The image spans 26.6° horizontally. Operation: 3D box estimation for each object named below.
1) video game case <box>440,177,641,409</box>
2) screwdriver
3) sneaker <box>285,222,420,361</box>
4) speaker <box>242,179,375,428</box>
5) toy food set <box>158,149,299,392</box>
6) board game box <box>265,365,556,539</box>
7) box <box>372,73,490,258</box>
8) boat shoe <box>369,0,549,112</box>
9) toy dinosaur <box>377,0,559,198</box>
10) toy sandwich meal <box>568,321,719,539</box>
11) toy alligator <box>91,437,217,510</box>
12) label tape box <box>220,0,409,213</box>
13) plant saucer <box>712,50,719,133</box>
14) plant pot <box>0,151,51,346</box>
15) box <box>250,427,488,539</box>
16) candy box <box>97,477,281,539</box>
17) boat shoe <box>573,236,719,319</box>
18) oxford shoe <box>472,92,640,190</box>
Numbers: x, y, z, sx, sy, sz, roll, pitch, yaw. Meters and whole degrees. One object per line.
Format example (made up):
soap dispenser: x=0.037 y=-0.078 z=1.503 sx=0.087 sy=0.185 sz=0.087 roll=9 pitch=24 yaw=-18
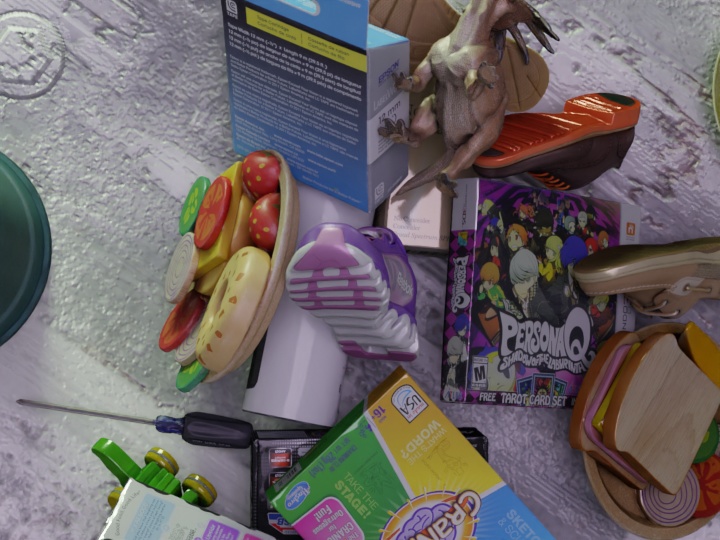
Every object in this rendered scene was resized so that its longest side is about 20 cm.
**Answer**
video game case: x=0.154 y=0.024 z=1.275 sx=0.199 sy=0.036 sz=0.183 roll=7 pitch=85 yaw=-38
screwdriver: x=-0.188 y=0.125 z=1.274 sx=0.198 sy=0.029 sz=0.028 roll=9 pitch=85 yaw=-5
sneaker: x=0.000 y=0.000 z=1.184 sx=0.080 sy=0.200 sz=0.089 roll=4 pitch=69 yaw=18
speaker: x=-0.041 y=0.026 z=1.272 sx=0.080 sy=0.081 sz=0.202 roll=12 pitch=85 yaw=-7
toy food set: x=-0.108 y=-0.002 z=1.211 sx=0.048 sy=0.198 sz=0.202 roll=18 pitch=68 yaw=-23
board game box: x=0.045 y=0.203 z=1.235 sx=0.153 sy=0.040 sz=0.200 roll=-43 pitch=99 yaw=-3
box: x=0.063 y=-0.114 z=1.297 sx=0.094 sy=0.078 sz=0.202 roll=3 pitch=86 yaw=-8
boat shoe: x=0.056 y=-0.190 z=1.228 sx=0.199 sy=0.069 sz=0.071 roll=29 pitch=101 yaw=-13
toy dinosaur: x=0.089 y=-0.140 z=1.173 sx=0.085 sy=0.201 sz=0.135 roll=28 pitch=39 yaw=21
toy sandwich meal: x=0.267 y=0.133 z=1.284 sx=0.204 sy=0.070 sz=0.207 roll=0 pitch=90 yaw=-29
toy alligator: x=-0.141 y=0.207 z=1.247 sx=0.199 sy=0.054 sz=0.059 roll=34 pitch=58 yaw=12
label tape box: x=-0.034 y=-0.160 z=1.188 sx=0.143 sy=0.201 sz=0.066 roll=26 pitch=47 yaw=25
plant saucer: x=0.407 y=-0.155 z=1.373 sx=0.198 sy=0.031 sz=0.202 roll=0 pitch=87 yaw=-8
plant pot: x=-0.347 y=-0.024 z=1.175 sx=0.198 sy=0.196 sz=0.202 roll=0 pitch=86 yaw=-7
box: x=0.006 y=0.215 z=1.273 sx=0.198 sy=0.044 sz=0.162 roll=1 pitch=94 yaw=-8
candy box: x=-0.117 y=0.273 z=1.191 sx=0.199 sy=0.168 sz=0.072 roll=22 pitch=41 yaw=0
boat shoe: x=0.262 y=0.011 z=1.292 sx=0.199 sy=0.071 sz=0.065 roll=-7 pitch=98 yaw=-36
oxford shoe: x=0.166 y=-0.096 z=1.280 sx=0.199 sy=0.071 sz=0.073 roll=-17 pitch=120 yaw=-38
